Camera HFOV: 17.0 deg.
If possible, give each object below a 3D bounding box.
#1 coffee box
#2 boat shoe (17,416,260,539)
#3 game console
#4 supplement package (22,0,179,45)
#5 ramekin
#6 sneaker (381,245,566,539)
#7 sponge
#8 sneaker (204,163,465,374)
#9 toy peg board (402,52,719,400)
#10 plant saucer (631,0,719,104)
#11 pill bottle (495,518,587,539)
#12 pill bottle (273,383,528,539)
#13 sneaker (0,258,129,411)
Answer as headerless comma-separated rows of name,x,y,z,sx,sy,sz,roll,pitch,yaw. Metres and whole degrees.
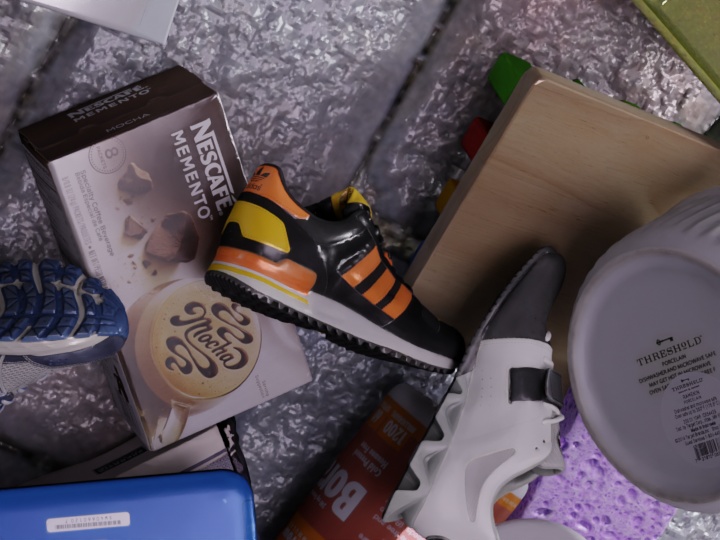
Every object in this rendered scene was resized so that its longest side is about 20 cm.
coffee box,-0.118,-0.009,1.470,0.113,0.080,0.200,-23,113,-14
boat shoe,-0.155,0.167,1.513,0.200,0.075,0.093,-24,109,-12
game console,-0.161,0.209,1.479,0.200,0.118,0.171,-5,92,-6
supplement package,-0.194,-0.235,1.329,0.200,0.151,0.152,16,99,-25
ramekin,0.218,0.052,1.455,0.105,0.200,0.200,-16,114,-46
sneaker,0.095,0.084,1.483,0.088,0.074,0.200,25,79,7
sponge,0.160,0.152,1.623,0.111,0.030,0.200,11,122,-23
sneaker,0.000,0.000,1.454,0.200,0.070,0.090,23,82,-40
toy peg board,0.134,-0.032,1.571,0.200,0.098,0.199,20,114,-25
plant saucer,0.295,-0.161,1.561,0.200,0.048,0.200,-39,86,-16
pill bottle,0.118,0.243,1.568,0.112,0.112,0.200,-36,154,-8
pill bottle,0.008,0.182,1.563,0.112,0.112,0.200,38,89,-27
sneaker,-0.226,0.051,1.428,0.200,0.077,0.085,-6,127,15
